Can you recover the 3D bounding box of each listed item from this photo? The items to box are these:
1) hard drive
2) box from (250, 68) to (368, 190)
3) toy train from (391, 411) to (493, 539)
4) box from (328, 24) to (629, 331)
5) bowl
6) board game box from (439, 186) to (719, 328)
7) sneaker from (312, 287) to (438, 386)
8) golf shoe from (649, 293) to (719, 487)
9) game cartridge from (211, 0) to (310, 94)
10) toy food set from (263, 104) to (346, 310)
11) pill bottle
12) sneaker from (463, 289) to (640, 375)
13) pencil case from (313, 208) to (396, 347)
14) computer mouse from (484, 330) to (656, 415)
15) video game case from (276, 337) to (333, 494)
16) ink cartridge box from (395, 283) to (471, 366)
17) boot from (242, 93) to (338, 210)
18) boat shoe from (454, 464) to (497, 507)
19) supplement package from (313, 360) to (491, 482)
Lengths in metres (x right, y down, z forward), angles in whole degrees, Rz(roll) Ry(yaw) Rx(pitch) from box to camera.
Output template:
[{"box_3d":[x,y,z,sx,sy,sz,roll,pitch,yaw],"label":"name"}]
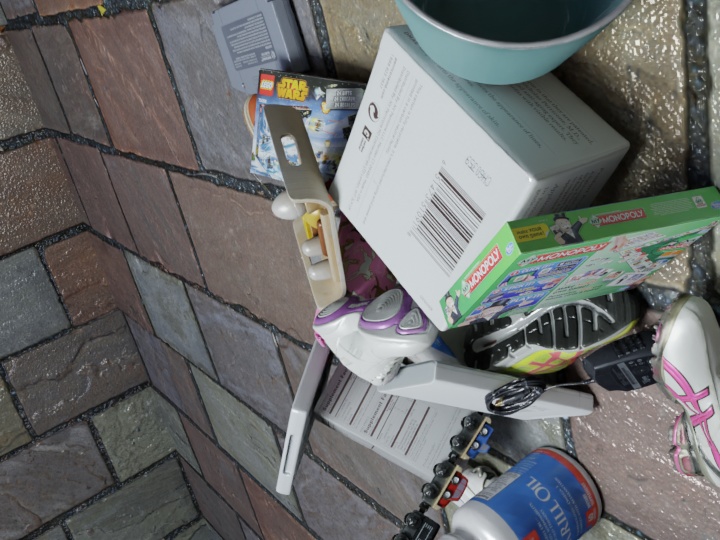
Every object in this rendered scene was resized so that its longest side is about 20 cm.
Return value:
[{"box_3d":[0.136,0.136,0.835,0.132,0.200,0.027,152,128,-62],"label":"hard drive"},{"box_3d":[-0.052,-0.171,0.933,0.200,0.040,0.137,20,110,36],"label":"box"},{"box_3d":[0.103,0.253,0.888,0.046,0.200,0.034,32,164,6],"label":"toy train"},{"box_3d":[0.096,-0.091,0.691,0.200,0.131,0.199,52,141,25],"label":"box"},{"box_3d":[0.109,-0.226,0.577,0.201,0.201,0.105,53,171,17],"label":"bowl"},{"box_3d":[0.178,-0.009,0.609,0.135,0.200,0.029,120,135,-57],"label":"board game box"},{"box_3d":[0.029,0.073,0.778,0.100,0.075,0.200,58,156,-14],"label":"sneaker"},{"box_3d":[0.307,0.104,0.636,0.092,0.073,0.200,10,133,49],"label":"golf shoe"},{"box_3d":[-0.142,-0.315,1.051,0.200,0.040,0.134,13,121,55],"label":"game cartridge"},{"box_3d":[-0.068,-0.066,0.838,0.200,0.060,0.144,83,169,-54],"label":"toy food set"},{"box_3d":[0.178,0.304,0.879,0.112,0.200,0.112,39,145,36],"label":"pill bottle"},{"box_3d":[0.205,0.063,0.775,0.200,0.090,0.078,-24,54,46],"label":"sneaker"},{"box_3d":[0.000,0.000,0.929,0.086,0.083,0.200,-18,54,52],"label":"pencil case"},{"box_3d":[0.212,0.100,0.728,0.200,0.034,0.059,-20,135,25],"label":"computer mouse"},{"box_3d":[-0.065,0.164,0.990,0.024,0.200,0.182,15,132,3],"label":"video game case"},{"box_3d":[0.077,0.078,0.961,0.116,0.067,0.200,51,156,-20],"label":"ink cartridge box"},{"box_3d":[-0.078,-0.186,1.023,0.200,0.075,0.107,47,147,7],"label":"boot"},{"box_3d":[0.171,0.309,1.053,0.200,0.071,0.070,46,121,35],"label":"boat shoe"},{"box_3d":[0.050,0.190,0.983,0.200,0.110,0.114,28,164,5],"label":"supplement package"}]
